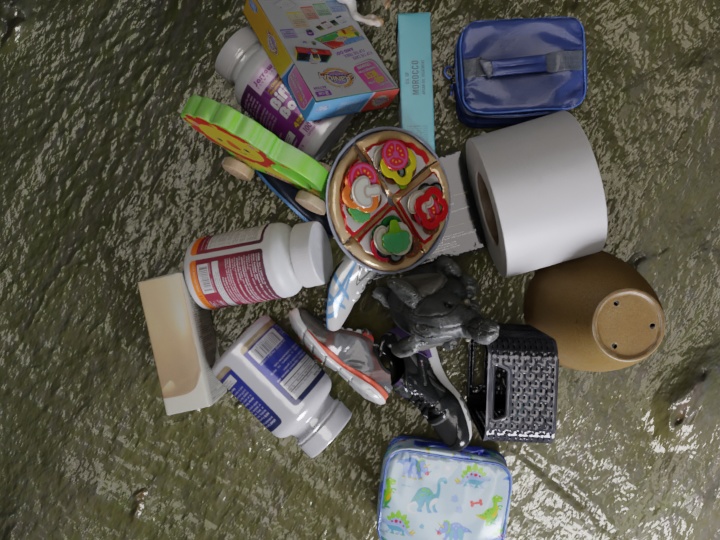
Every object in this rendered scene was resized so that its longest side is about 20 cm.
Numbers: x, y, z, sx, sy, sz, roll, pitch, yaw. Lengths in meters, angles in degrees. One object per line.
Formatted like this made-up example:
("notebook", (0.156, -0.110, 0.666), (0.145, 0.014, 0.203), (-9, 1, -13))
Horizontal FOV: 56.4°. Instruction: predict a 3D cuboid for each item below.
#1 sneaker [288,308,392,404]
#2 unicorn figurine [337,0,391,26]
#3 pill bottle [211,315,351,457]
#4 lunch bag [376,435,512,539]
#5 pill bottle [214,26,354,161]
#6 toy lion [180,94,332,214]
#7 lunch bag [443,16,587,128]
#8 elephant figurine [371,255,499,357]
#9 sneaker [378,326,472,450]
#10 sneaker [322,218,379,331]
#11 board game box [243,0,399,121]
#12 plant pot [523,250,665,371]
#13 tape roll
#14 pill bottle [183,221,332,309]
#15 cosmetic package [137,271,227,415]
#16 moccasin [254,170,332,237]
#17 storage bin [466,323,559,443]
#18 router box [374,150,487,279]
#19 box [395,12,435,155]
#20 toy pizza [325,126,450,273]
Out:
("sneaker", (-0.022, 0.115, 1.032), (0.200, 0.077, 0.082), (42, 75, -5))
("unicorn figurine", (-0.005, -0.427, 0.981), (0.137, 0.074, 0.200), (34, 51, 5))
("pill bottle", (-0.113, 0.177, 1.005), (0.120, 0.120, 0.200), (-45, 90, 4))
("lunch bag", (0.126, 0.340, 1.019), (0.197, 0.082, 0.163), (6, 94, 3))
("pill bottle", (-0.114, -0.261, 0.991), (0.200, 0.112, 0.113), (40, 94, 0))
("toy lion", (-0.135, -0.161, 0.893), (0.198, 0.192, 0.069), (26, 84, 12))
("lunch bag", (0.218, -0.285, 0.962), (0.197, 0.132, 0.138), (-4, 91, 2))
("elephant figurine", (0.093, 0.055, 0.904), (0.155, 0.200, 0.142), (-41, 88, 17))
("sneaker", (0.087, 0.179, 0.992), (0.087, 0.076, 0.202), (-14, 71, -40))
("sneaker", (0.000, 0.000, 0.967), (0.072, 0.072, 0.202), (24, 99, 6))
("board game box", (-0.056, -0.313, 0.955), (0.152, 0.040, 0.201), (-19, 72, -34))
("plant pot", (0.341, 0.065, 0.939), (0.184, 0.200, 0.189), (0, 93, 2))
("tape roll", (0.240, -0.104, 0.936), (0.138, 0.203, 0.205), (-15, 92, 4))
("pill bottle", (-0.148, -0.010, 0.985), (0.198, 0.109, 0.111), (-9, 92, 17))
("cosmetic package", (-0.268, 0.105, 1.019), (0.070, 0.105, 0.202), (-12, 90, 3))
("moccasin", (-0.101, -0.137, 1.011), (0.068, 0.080, 0.200), (-45, 90, 3))
("storage bin", (0.208, 0.152, 0.946), (0.092, 0.200, 0.137), (2, 92, 3))
("router box", (0.077, -0.080, 1.014), (0.198, 0.051, 0.151), (-15, 92, 7))
("box", (0.081, -0.267, 0.996), (0.048, 0.082, 0.203), (-2, 93, 1))
("toy pizza", (0.046, -0.096, 0.920), (0.198, 0.032, 0.203), (-2, 94, -27))
